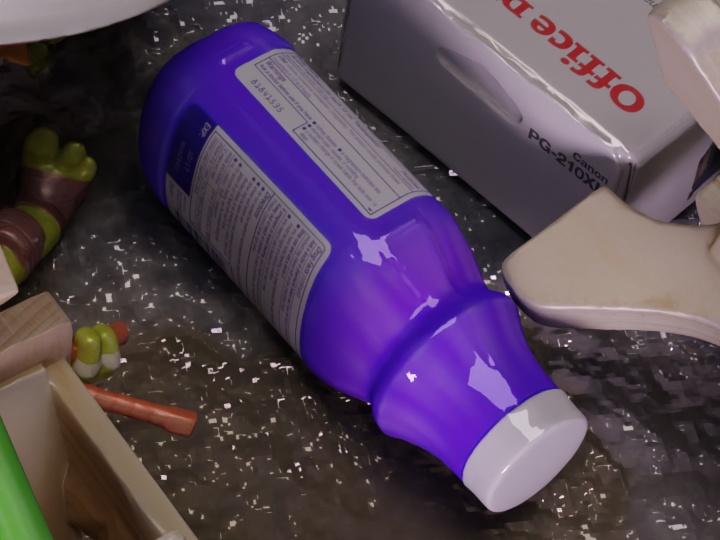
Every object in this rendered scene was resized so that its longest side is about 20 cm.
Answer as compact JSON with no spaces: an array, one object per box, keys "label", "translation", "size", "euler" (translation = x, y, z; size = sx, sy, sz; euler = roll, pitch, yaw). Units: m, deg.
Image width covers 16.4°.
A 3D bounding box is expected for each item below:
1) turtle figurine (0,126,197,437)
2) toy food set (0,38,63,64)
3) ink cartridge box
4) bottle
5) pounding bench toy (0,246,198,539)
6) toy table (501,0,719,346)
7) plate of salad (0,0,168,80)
[{"label":"turtle figurine","translation":[-0.141,0.016,0.874],"size":[0.199,0.065,0.162],"euler":[1,42,11]},{"label":"toy food set","translation":[-0.188,-0.123,0.962],"size":[0.197,0.049,0.200],"euler":[16,38,12]},{"label":"ink cartridge box","translation":[0.109,-0.110,0.994],"size":[0.145,0.084,0.200],"euler":[41,57,19]},{"label":"bottle","translation":[0.000,0.000,0.897],"size":[0.065,0.084,0.200],"euler":[-30,63,-27]},{"label":"pounding bench toy","translation":[-0.099,0.099,0.696],"size":[0.124,0.200,0.156],"euler":[-26,61,-27]},{"label":"toy table","translation":[0.154,-0.015,0.866],"size":[0.183,0.200,0.117],"euler":[-31,61,-15]},{"label":"plate of salad","translation":[-0.145,-0.126,0.892],"size":[0.199,0.048,0.200],"euler":[3,37,-3]}]
